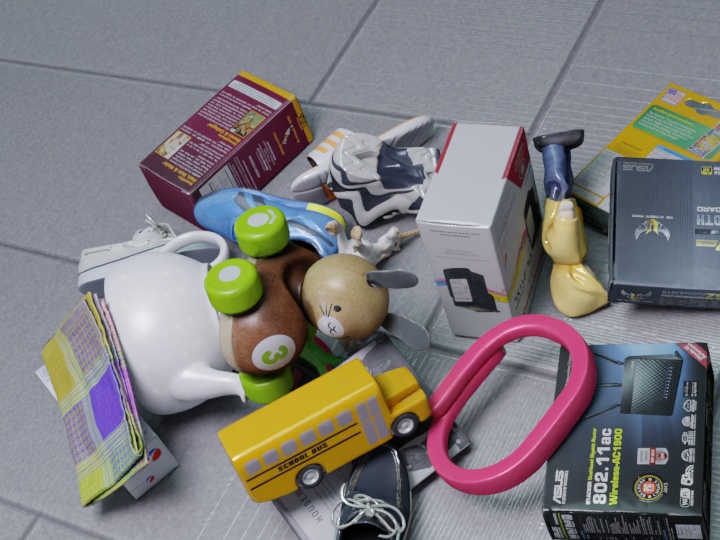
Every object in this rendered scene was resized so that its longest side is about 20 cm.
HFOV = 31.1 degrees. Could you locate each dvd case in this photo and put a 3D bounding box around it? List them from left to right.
[{"bbox_3d":[-0.009,0.181,1.337,0.200,0.025,0.150,-36,79,-10],"label":"dvd case"}]

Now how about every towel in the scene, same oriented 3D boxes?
[{"bbox_3d":[-0.290,0.140,1.392,0.144,0.023,0.200,-39,63,41],"label":"towel"}]

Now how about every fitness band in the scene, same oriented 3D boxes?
[{"bbox_3d":[0.147,0.133,1.288,0.144,0.037,0.200,27,72,44],"label":"fitness band"}]

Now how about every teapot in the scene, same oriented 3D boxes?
[{"bbox_3d":[-0.194,0.058,1.460,0.146,0.197,0.200,-18,91,0],"label":"teapot"}]

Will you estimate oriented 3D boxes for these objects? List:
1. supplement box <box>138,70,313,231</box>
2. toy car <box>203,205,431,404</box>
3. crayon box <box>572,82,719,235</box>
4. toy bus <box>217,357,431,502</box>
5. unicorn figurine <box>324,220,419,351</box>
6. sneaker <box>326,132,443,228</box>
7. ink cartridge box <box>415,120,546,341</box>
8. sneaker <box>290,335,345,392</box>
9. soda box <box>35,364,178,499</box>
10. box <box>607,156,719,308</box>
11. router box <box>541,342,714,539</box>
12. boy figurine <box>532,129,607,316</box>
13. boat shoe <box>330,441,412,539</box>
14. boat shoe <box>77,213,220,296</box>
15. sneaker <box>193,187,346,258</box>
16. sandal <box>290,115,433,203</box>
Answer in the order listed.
[{"bbox_3d":[-0.175,-0.156,1.699,0.110,0.086,0.200,30,66,37],"label":"supplement box"},{"bbox_3d":[-0.031,0.040,1.307,0.200,0.164,0.158,4,45,20],"label":"toy car"},{"bbox_3d":[0.346,-0.116,1.481,0.200,0.052,0.126,-44,50,-16],"label":"crayon box"},{"bbox_3d":[-0.034,0.152,1.280,0.200,0.078,0.065,-28,34,-9],"label":"toy bus"},{"bbox_3d":[0.000,0.000,1.483,0.074,0.137,0.200,16,73,20],"label":"unicorn figurine"},{"bbox_3d":[0.049,-0.094,1.568,0.199,0.130,0.080,11,70,-14],"label":"sneaker"},{"bbox_3d":[0.137,-0.040,1.397,0.083,0.200,0.146,6,54,22],"label":"ink cartridge box"},{"bbox_3d":[-0.057,0.127,1.432,0.200,0.077,0.084,47,112,35],"label":"sneaker"},{"bbox_3d":[-0.292,0.168,1.479,0.064,0.068,0.200,-39,48,-12],"label":"soda box"},{"bbox_3d":[0.362,-0.039,1.362,0.200,0.051,0.158,4,63,8],"label":"box"},{"bbox_3d":[0.264,0.165,1.263,0.150,0.062,0.200,-3,50,21],"label":"router box"},{"bbox_3d":[0.227,-0.051,1.403,0.064,0.124,0.200,-10,84,9],"label":"boy figurine"},{"bbox_3d":[0.006,0.256,1.265,0.075,0.062,0.200,12,65,10],"label":"boat shoe"},{"bbox_3d":[-0.264,-0.031,1.632,0.202,0.075,0.086,-15,64,18],"label":"boat shoe"},{"bbox_3d":[-0.119,-0.048,1.579,0.200,0.066,0.078,11,50,15],"label":"sneaker"},{"bbox_3d":[-0.006,-0.152,1.632,0.207,0.079,0.059,-29,66,-15],"label":"sandal"}]
